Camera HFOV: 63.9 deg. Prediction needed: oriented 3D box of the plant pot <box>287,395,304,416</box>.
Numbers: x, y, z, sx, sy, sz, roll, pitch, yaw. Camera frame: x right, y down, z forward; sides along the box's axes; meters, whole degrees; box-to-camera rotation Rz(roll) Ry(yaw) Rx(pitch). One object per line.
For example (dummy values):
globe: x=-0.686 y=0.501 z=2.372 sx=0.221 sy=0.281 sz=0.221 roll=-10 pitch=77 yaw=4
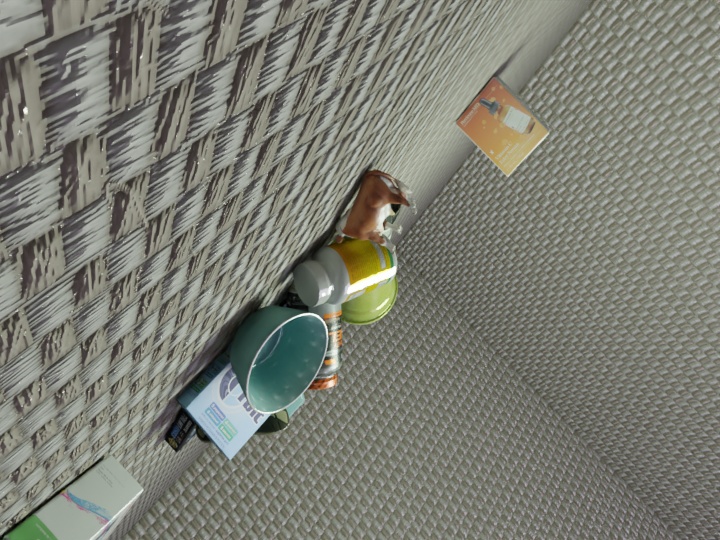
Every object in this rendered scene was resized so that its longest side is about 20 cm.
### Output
plant pot: x=-0.286 y=0.398 z=1.903 sx=0.196 sy=0.200 sz=0.197 roll=-46 pitch=177 yaw=-11

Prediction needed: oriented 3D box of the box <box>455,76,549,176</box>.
box: x=0.373 y=-0.379 z=1.515 sx=0.153 sy=0.200 sz=0.106 roll=-47 pitch=177 yaw=26

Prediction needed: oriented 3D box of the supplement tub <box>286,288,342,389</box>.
supplement tub: x=-0.099 y=0.142 z=1.240 sx=0.122 sy=0.118 sz=0.207 roll=-29 pitch=118 yaw=-79

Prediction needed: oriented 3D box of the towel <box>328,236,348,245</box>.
towel: x=-0.043 y=-0.020 z=1.225 sx=0.200 sy=0.086 sz=0.018 roll=-45 pitch=174 yaw=-35

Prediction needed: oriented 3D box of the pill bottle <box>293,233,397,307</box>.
pill bottle: x=-0.030 y=-0.001 z=1.133 sx=0.197 sy=0.114 sz=0.113 roll=-22 pitch=162 yaw=-37

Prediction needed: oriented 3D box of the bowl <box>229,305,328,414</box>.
bowl: x=-0.162 y=0.148 z=1.065 sx=0.199 sy=0.104 sz=0.206 roll=-33 pitch=137 yaw=-37

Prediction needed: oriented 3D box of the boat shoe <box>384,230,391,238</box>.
boat shoe: x=0.037 y=-0.085 z=1.613 sx=0.068 sy=0.075 sz=0.200 roll=-42 pitch=-179 yaw=45

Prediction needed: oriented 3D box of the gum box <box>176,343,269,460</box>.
gum box: x=-0.237 y=0.240 z=1.141 sx=0.044 sy=0.173 sz=0.200 roll=17 pitch=-127 yaw=44

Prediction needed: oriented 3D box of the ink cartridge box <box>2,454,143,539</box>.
ink cartridge box: x=-0.434 y=0.388 z=0.840 sx=0.146 sy=0.087 sz=0.200 roll=-49 pitch=178 yaw=21

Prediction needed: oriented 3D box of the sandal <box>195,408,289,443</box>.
sandal: x=-0.249 y=0.319 z=1.224 sx=0.194 sy=0.082 sz=0.058 roll=-4 pitch=153 yaw=-15

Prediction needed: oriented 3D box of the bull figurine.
bull figurine: x=0.025 y=-0.098 z=1.042 sx=0.201 sy=0.118 sz=0.066 roll=118 pitch=-8 yaw=-56

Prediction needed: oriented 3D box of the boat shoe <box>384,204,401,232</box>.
boat shoe: x=0.047 y=-0.126 z=1.283 sx=0.068 sy=0.072 sz=0.200 roll=-44 pitch=178 yaw=41

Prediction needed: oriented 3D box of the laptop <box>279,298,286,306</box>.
laptop: x=-0.196 y=0.186 z=1.357 sx=0.200 sy=0.116 sz=0.187 roll=-47 pitch=177 yaw=-10

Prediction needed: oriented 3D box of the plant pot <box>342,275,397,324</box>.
plant pot: x=0.000 y=0.000 z=1.364 sx=0.201 sy=0.199 sz=0.185 roll=-45 pitch=165 yaw=-19

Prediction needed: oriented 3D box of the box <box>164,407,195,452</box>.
box: x=-0.346 y=0.302 z=1.327 sx=0.198 sy=0.050 sz=0.201 roll=-43 pitch=173 yaw=-44
